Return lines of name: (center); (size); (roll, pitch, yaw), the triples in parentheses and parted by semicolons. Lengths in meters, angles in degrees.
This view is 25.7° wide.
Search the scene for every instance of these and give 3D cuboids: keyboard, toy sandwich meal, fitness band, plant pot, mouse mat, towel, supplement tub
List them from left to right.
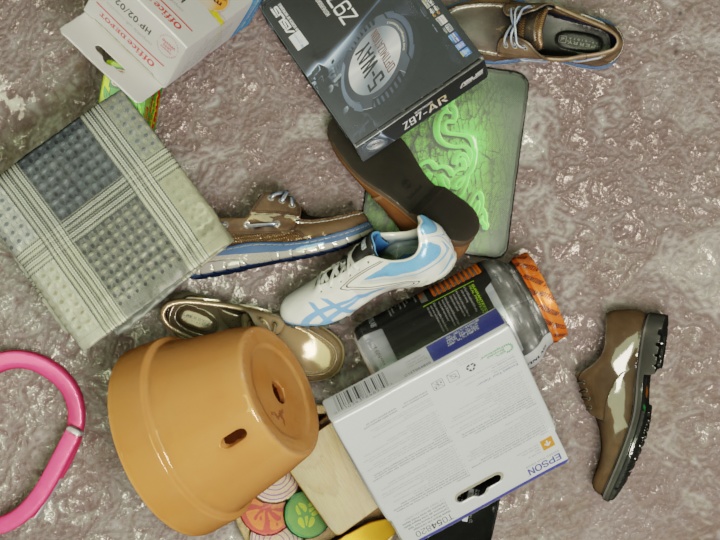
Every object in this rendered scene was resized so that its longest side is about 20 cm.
fitness band: (-0.376, 0.182, 1.664); (0.143, 0.037, 0.201); (30, 88, 1)
towel: (-0.255, -0.048, 1.571); (0.192, 0.035, 0.201); (-36, 86, -3)
plant pot: (-0.134, 0.144, 1.561); (0.139, 0.200, 0.201); (-25, 89, 21)
toy sandwich meal: (-0.038, 0.230, 1.642); (0.203, 0.070, 0.207); (0, 89, 1)
mouse mat: (0.089, -0.121, 1.678); (0.159, 0.008, 0.202); (7, 90, 1)
keyboard: (0.094, 0.241, 1.667); (0.103, 0.040, 0.202); (14, 88, -23)
supplement tub: (0.104, 0.069, 1.617); (0.199, 0.123, 0.123); (-27, 89, 1)

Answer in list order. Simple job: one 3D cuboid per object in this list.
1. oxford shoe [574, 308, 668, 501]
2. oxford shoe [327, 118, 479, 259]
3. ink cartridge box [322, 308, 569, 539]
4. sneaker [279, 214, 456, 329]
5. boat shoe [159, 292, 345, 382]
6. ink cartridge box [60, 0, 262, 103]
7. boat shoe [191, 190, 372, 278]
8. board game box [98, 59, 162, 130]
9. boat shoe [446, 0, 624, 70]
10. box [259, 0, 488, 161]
oxford shoe: (0.263, 0.138, 1.649); (0.084, 0.073, 0.202); (11, 87, 17)
oxford shoe: (0.035, -0.082, 1.645); (0.071, 0.071, 0.200); (-36, 73, -28)
ink cartridge box: (0.088, 0.159, 1.569); (0.198, 0.041, 0.201); (-28, 126, -1)
sneaker: (0.000, 0.000, 1.599); (0.199, 0.072, 0.073); (-23, 117, 21)
boat shoe: (-0.114, 0.073, 1.648); (0.198, 0.065, 0.072); (13, 89, 1)
ink cartridge box: (-0.194, -0.266, 1.594); (0.115, 0.068, 0.200); (42, 46, 1)
boat shoe: (-0.089, -0.045, 1.639); (0.198, 0.072, 0.073); (-11, 87, 1)
board game box: (-0.250, -0.108, 1.633); (0.047, 0.102, 0.202); (10, 89, 0)
boat shoe: (0.177, -0.252, 1.645); (0.198, 0.072, 0.073); (4, 90, 1)
box: (0.012, -0.238, 1.632); (0.160, 0.044, 0.201); (-33, 70, 0)
